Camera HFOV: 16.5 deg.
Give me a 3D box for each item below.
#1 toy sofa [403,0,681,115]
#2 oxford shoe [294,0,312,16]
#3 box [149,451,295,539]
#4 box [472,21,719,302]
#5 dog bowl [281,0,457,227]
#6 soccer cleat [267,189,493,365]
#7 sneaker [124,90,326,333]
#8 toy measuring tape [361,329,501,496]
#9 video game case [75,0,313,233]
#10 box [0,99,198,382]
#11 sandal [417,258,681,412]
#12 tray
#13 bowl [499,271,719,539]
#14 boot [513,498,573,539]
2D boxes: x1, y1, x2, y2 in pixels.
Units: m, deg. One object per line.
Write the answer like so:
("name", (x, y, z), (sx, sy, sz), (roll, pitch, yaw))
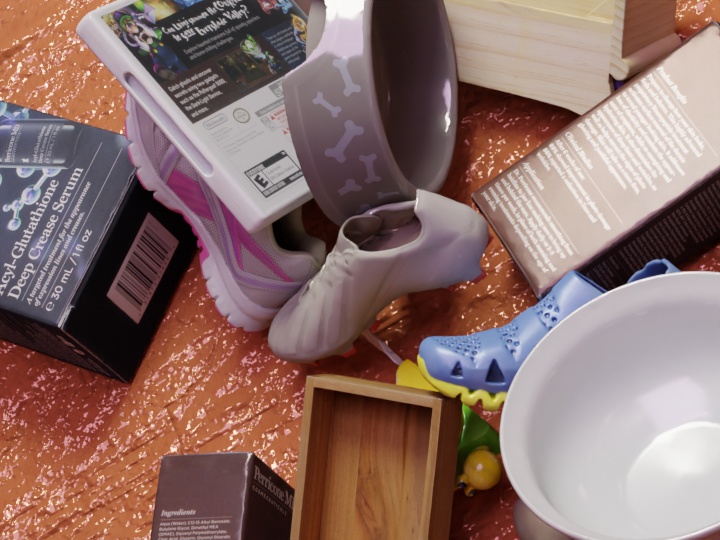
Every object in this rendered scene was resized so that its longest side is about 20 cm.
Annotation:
("toy sofa", (0.117, -0.174, 1.725), (0.199, 0.083, 0.098), (15, 116, 30))
("oxford shoe", (-0.057, -0.158, 1.801), (0.071, 0.073, 0.201), (-5, 63, 23))
("box", (-0.091, 0.228, 1.606), (0.074, 0.100, 0.201), (-6, 64, 22))
("box", (0.185, -0.059, 1.631), (0.200, 0.075, 0.100), (-36, 55, 7))
("dog bowl", (0.011, -0.130, 1.647), (0.058, 0.200, 0.201), (-5, 63, 22))
("soccer cleat", (0.000, 0.000, 1.634), (0.200, 0.077, 0.070), (-29, 38, 38))
("sneaker", (-0.087, -0.062, 1.710), (0.088, 0.081, 0.201), (-27, 99, 27))
("toy measuring tape", (0.023, 0.096, 1.644), (0.074, 0.074, 0.200), (-48, 46, -4))
("video game case", (-0.077, -0.127, 1.698), (0.182, 0.200, 0.023), (49, 126, 5))
("box", (-0.234, -0.028, 1.798), (0.199, 0.107, 0.149), (16, 73, 31))
("sandal", (0.132, 0.039, 1.562), (0.199, 0.088, 0.080), (-5, 17, -12))
("tray", (0.006, 0.173, 1.578), (0.098, 0.037, 0.201), (8, 94, 28))
("bowl", (0.189, 0.104, 1.469), (0.200, 0.091, 0.202), (-15, 44, 15))
("boot", (0.113, 0.212, 1.489), (0.146, 0.071, 0.200), (-31, 33, -25))
